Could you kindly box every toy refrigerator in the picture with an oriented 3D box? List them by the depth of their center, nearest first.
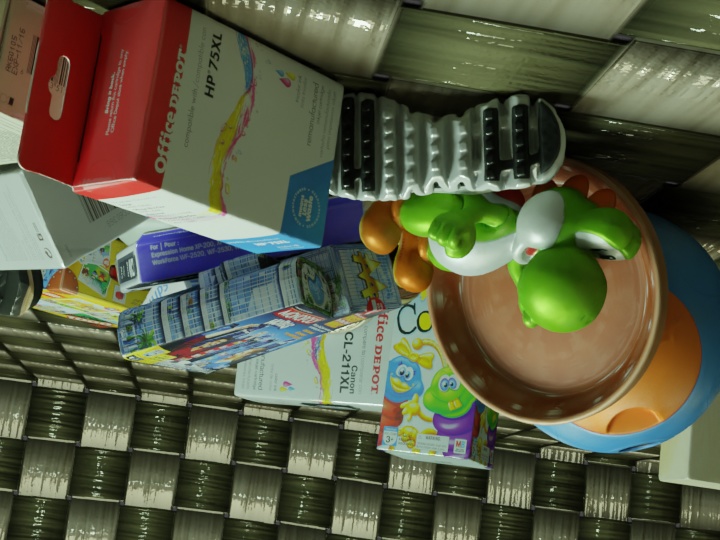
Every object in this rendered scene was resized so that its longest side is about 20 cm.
[{"bbox_3d":[0.346,0.111,1.282,0.075,0.202,0.070,9,168,-12],"label":"toy refrigerator"}]

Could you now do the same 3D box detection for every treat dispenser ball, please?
[{"bbox_3d":[0.206,0.048,1.073,0.199,0.203,0.201,7,168,1],"label":"treat dispenser ball"}]

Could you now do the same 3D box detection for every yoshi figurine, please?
[{"bbox_3d":[0.098,-0.006,0.928,0.199,0.113,0.112,3,-161,35],"label":"yoshi figurine"}]

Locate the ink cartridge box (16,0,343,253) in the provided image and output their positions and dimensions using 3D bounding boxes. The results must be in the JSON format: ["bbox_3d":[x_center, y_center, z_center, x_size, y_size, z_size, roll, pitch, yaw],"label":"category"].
[{"bbox_3d":[-0.106,-0.091,0.814,0.067,0.117,0.199,-3,165,42],"label":"ink cartridge box"}]

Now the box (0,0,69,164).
[{"bbox_3d":[-0.269,-0.119,0.871,0.199,0.078,0.095,-2,165,36],"label":"box"}]

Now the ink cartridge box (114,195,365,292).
[{"bbox_3d":[-0.100,-0.023,1.100,0.197,0.044,0.200,-12,179,-17],"label":"ink cartridge box"}]

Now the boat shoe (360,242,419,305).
[{"bbox_3d":[0.000,0.000,1.245,0.199,0.072,0.067,-8,159,-45],"label":"boat shoe"}]

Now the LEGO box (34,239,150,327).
[{"bbox_3d":[-0.314,0.009,1.495,0.148,0.078,0.200,-1,165,35],"label":"LEGO box"}]

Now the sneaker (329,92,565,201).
[{"bbox_3d":[0.045,-0.080,0.903,0.198,0.076,0.081,4,177,16],"label":"sneaker"}]

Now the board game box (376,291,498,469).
[{"bbox_3d":[0.092,0.100,1.377,0.104,0.202,0.103,3,167,20],"label":"board game box"}]

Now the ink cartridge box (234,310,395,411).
[{"bbox_3d":[-0.034,0.084,1.507,0.198,0.147,0.083,1,169,23],"label":"ink cartridge box"}]

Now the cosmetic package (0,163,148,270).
[{"bbox_3d":[-0.250,-0.058,1.001,0.199,0.082,0.113,0,-152,46],"label":"cosmetic package"}]

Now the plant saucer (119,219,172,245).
[{"bbox_3d":[-0.163,-0.027,1.309,0.198,0.051,0.200,7,169,1],"label":"plant saucer"}]

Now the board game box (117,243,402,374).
[{"bbox_3d":[-0.075,0.024,1.067,0.198,0.062,0.200,-17,169,9],"label":"board game box"}]

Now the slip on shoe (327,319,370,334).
[{"bbox_3d":[-0.078,0.026,1.454,0.199,0.077,0.061,10,177,24],"label":"slip on shoe"}]

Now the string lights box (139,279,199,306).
[{"bbox_3d":[-0.107,0.026,1.277,0.199,0.059,0.103,-6,150,-37],"label":"string lights box"}]

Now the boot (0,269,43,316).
[{"bbox_3d":[-0.282,-0.027,1.184,0.138,0.078,0.200,11,-148,-37],"label":"boot"}]

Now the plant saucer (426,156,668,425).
[{"bbox_3d":[0.139,0.014,0.976,0.199,0.202,0.032,-2,-179,37],"label":"plant saucer"}]
